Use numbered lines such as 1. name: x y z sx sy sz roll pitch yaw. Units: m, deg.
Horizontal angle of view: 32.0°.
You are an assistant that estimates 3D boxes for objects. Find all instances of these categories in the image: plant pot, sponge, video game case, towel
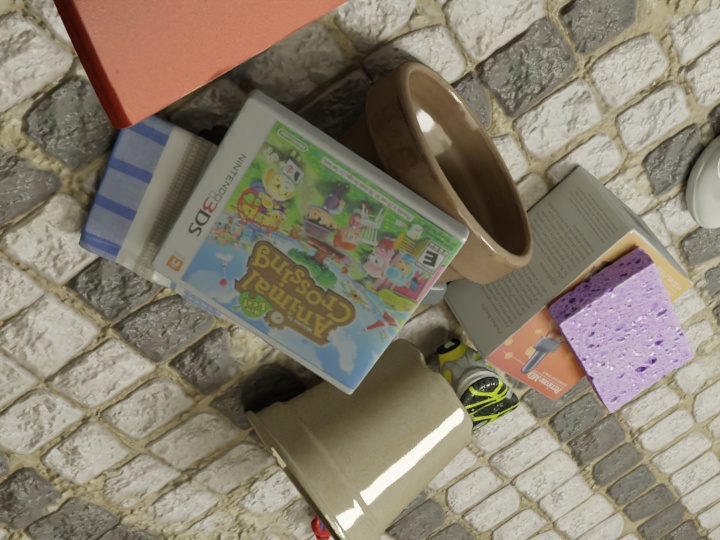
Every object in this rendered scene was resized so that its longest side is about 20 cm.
1. plant pot: -0.128 -0.244 0.790 0.200 0.200 0.176 -30 129 1
2. sponge: 0.271 0.065 1.291 0.112 0.030 0.200 -34 140 3
3. video game case: -0.045 -0.017 0.999 0.200 0.022 0.182 33 119 -4
4. plant pot: 0.011 0.176 1.315 0.183 0.200 0.201 -36 141 -10
5. towel: -0.126 -0.033 1.038 0.200 0.024 0.147 28 120 -2
6. plant pot: 0.025 -0.052 1.083 0.175 0.200 0.200 -30 142 21

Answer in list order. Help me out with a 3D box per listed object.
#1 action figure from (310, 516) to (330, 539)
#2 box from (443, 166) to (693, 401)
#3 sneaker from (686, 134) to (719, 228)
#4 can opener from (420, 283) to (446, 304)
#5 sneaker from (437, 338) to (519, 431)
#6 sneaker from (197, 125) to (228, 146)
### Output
1. action figure: -0.014 0.263 1.481 0.065 0.052 0.200 4 135 -26
2. box: 0.217 0.018 1.317 0.200 0.106 0.152 -44 138 15
3. sneaker: 0.411 -0.109 1.314 0.075 0.089 0.200 -7 135 -27
4. can opener: 0.000 0.000 1.213 0.200 0.053 0.066 8 127 -36
5. sneaker: 0.129 0.129 1.413 0.075 0.076 0.200 -29 158 -5
6. sneaker: -0.104 -0.033 1.087 0.066 0.091 0.200 -17 139 -12
